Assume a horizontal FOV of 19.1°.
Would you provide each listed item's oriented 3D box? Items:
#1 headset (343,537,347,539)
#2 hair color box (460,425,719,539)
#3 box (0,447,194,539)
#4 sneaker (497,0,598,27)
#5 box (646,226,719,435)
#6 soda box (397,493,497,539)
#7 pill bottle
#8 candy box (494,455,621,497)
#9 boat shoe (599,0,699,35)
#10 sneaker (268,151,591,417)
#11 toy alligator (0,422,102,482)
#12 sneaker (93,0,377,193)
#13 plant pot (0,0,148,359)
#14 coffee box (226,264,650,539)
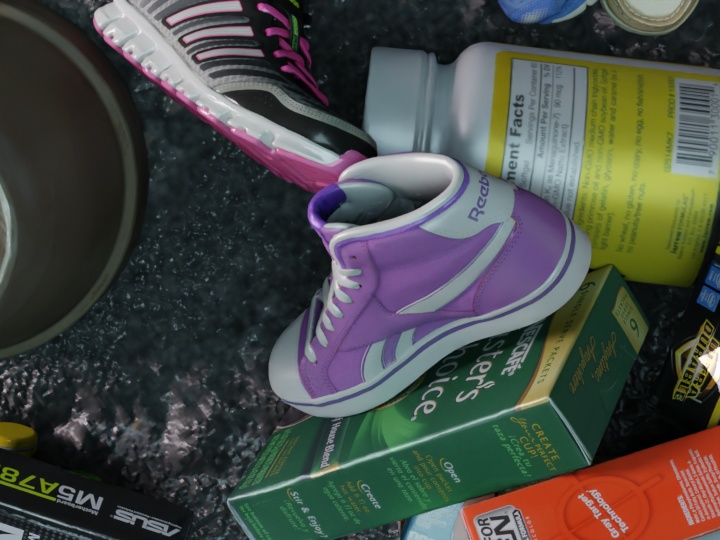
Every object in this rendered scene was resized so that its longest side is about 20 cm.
[{"bbox_3d":[0.023,0.220,1.155,0.123,0.094,0.200,-33,111,7],"label":"headset"},{"bbox_3d":[0.156,0.131,1.003,0.200,0.061,0.102,-18,135,-2],"label":"hair color box"},{"bbox_3d":[-0.204,0.179,1.138,0.193,0.048,0.200,20,126,-1],"label":"box"},{"bbox_3d":[0.092,-0.208,1.037,0.089,0.079,0.200,-6,132,-24],"label":"sneaker"},{"bbox_3d":[0.245,0.012,1.069,0.200,0.049,0.160,8,109,-46],"label":"box"},{"bbox_3d":[0.121,0.145,1.147,0.200,0.068,0.064,20,96,-3],"label":"soda box"},{"bbox_3d":[0.099,-0.056,1.083,0.200,0.114,0.114,7,102,0],"label":"pill bottle"},{"bbox_3d":[0.169,0.155,1.087,0.200,0.055,0.116,1,94,-3],"label":"candy box"},{"bbox_3d":[0.159,-0.215,1.070,0.074,0.069,0.200,8,102,-1],"label":"boat shoe"},{"bbox_3d":[0.000,-0.001,1.024,0.114,0.073,0.200,28,137,-32],"label":"sneaker"},{"bbox_3d":[-0.241,0.109,1.154,0.200,0.054,0.059,10,102,-1],"label":"toy alligator"},{"bbox_3d":[-0.051,-0.109,1.057,0.087,0.200,0.074,-52,139,-1],"label":"sneaker"},{"bbox_3d":[-0.213,-0.034,1.064,0.200,0.174,0.200,0,103,1],"label":"plant pot"},{"bbox_3d":[0.040,0.071,1.069,0.200,0.123,0.044,-20,111,34],"label":"coffee box"}]
